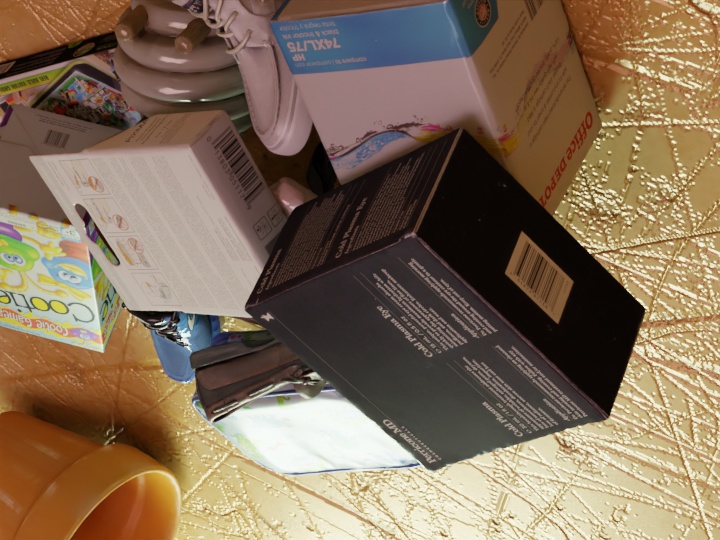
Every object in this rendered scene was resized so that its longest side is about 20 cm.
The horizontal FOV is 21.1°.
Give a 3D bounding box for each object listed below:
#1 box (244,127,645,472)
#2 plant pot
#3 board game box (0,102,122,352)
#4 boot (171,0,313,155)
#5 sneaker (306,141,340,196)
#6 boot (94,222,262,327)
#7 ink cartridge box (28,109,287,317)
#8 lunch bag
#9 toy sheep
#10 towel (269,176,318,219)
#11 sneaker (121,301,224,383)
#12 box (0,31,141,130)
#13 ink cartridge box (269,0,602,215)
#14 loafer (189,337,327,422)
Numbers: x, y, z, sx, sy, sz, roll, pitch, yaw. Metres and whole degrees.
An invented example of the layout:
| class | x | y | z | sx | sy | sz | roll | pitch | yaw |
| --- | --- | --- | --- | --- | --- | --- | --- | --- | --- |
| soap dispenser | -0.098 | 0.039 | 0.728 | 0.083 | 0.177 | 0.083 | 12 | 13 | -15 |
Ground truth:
| class | x | y | z | sx | sy | sz | roll | pitch | yaw |
| --- | --- | --- | --- | --- | --- | --- | --- | --- | --- |
| box | 0.058 | 0.026 | 1.338 | 0.200 | 0.104 | 0.182 | 43 | 139 | -22 |
| plant pot | -0.311 | 0.239 | 1.926 | 0.183 | 0.200 | 0.201 | 30 | 140 | 26 |
| board game box | -0.256 | -0.033 | 1.643 | 0.105 | 0.103 | 0.200 | 14 | 149 | 7 |
| boot | -0.093 | -0.180 | 1.379 | 0.095 | 0.201 | 0.074 | 2 | 161 | -33 |
| sneaker | -0.006 | -0.085 | 1.507 | 0.079 | 0.079 | 0.200 | 7 | 134 | 18 |
| boot | -0.124 | -0.004 | 1.611 | 0.200 | 0.146 | 0.070 | 31 | 96 | -4 |
| ink cartridge box | -0.140 | -0.040 | 1.462 | 0.200 | 0.057 | 0.163 | 5 | 133 | 49 |
| lunch bag | -0.034 | 0.117 | 1.693 | 0.200 | 0.083 | 0.161 | -8 | 143 | 37 |
| toy sheep | -0.127 | -0.157 | 1.472 | 0.138 | 0.138 | 0.200 | 16 | 126 | 18 |
| towel | 0.000 | 0.000 | 1.511 | 0.200 | 0.032 | 0.191 | 32 | 169 | -9 |
| sneaker | -0.177 | 0.027 | 1.707 | 0.078 | 0.089 | 0.200 | 13 | 134 | 22 |
| box | -0.218 | -0.139 | 1.617 | 0.200 | 0.035 | 0.110 | -10 | 124 | 37 |
| ink cartridge box | 0.059 | -0.137 | 1.368 | 0.146 | 0.147 | 0.200 | -2 | 127 | 32 |
| loafer | -0.051 | 0.082 | 1.577 | 0.200 | 0.072 | 0.063 | -12 | 82 | 34 |
